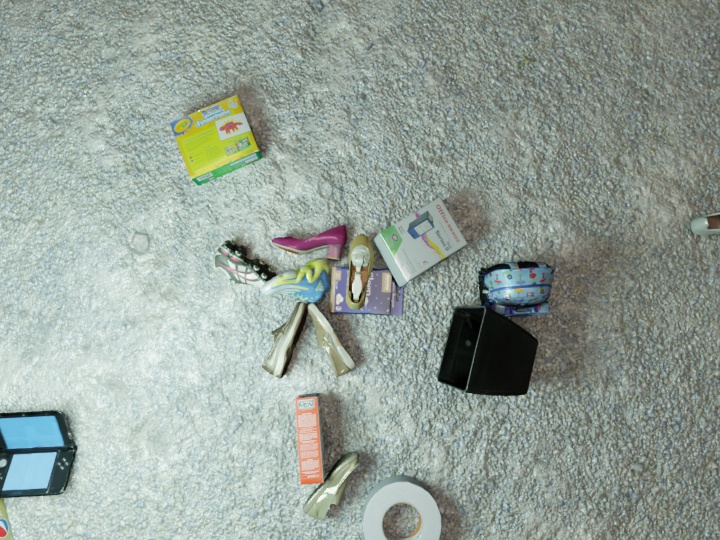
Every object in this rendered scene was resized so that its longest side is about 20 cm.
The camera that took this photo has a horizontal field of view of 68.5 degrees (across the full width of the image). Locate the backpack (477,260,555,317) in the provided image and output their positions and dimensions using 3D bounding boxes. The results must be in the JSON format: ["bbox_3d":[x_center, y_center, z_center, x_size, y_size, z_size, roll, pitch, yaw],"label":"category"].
[{"bbox_3d":[0.398,0.046,1.329,0.177,0.200,0.138,-2,83,-2],"label":"backpack"}]

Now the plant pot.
[{"bbox_3d":[0.324,0.212,1.320,0.173,0.200,0.204,16,83,-9],"label":"plant pot"}]

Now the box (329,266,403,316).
[{"bbox_3d":[0.018,0.056,1.410,0.194,0.032,0.125,2,83,-1],"label":"box"}]

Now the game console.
[{"bbox_3d":[-0.827,0.454,1.304,0.194,0.120,0.176,-3,55,0],"label":"game console"}]

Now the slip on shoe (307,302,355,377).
[{"bbox_3d":[-0.088,0.181,1.374,0.060,0.076,0.202,-33,94,-5],"label":"slip on shoe"}]

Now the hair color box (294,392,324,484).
[{"bbox_3d":[-0.125,0.419,1.330,0.060,0.102,0.206,-4,82,-1],"label":"hair color box"}]

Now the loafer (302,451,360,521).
[{"bbox_3d":[-0.062,0.544,1.333,0.068,0.076,0.201,41,94,3],"label":"loafer"}]

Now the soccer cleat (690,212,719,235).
[{"bbox_3d":[0.991,-0.130,1.417,0.195,0.078,0.071,-9,83,-2],"label":"soccer cleat"}]

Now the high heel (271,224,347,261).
[{"bbox_3d":[-0.135,-0.089,1.411,0.195,0.067,0.099,11,82,-10],"label":"high heel"}]

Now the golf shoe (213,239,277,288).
[{"bbox_3d":[-0.298,0.007,1.403,0.199,0.077,0.089,38,111,1],"label":"golf shoe"}]

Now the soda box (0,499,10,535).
[{"bbox_3d":[-0.931,0.622,1.317,0.066,0.064,0.205,-18,84,-3],"label":"soda box"}]

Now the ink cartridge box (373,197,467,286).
[{"bbox_3d":[0.157,-0.075,1.386,0.197,0.088,0.147,-29,85,-15],"label":"ink cartridge box"}]

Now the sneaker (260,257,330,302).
[{"bbox_3d":[-0.155,0.046,1.364,0.197,0.075,0.107,-25,96,-29],"label":"sneaker"}]

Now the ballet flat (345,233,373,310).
[{"bbox_3d":[0.000,0.000,1.369,0.067,0.063,0.206,4,80,0],"label":"ballet flat"}]

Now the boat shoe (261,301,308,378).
[{"bbox_3d":[-0.202,0.172,1.374,0.073,0.075,0.207,20,84,8],"label":"boat shoe"}]

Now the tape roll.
[{"bbox_3d":[0.102,0.627,1.325,0.195,0.066,0.206,0,84,0],"label":"tape roll"}]

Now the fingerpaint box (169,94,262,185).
[{"bbox_3d":[-0.388,-0.351,1.433,0.196,0.073,0.170,-24,85,-4],"label":"fingerpaint box"}]
